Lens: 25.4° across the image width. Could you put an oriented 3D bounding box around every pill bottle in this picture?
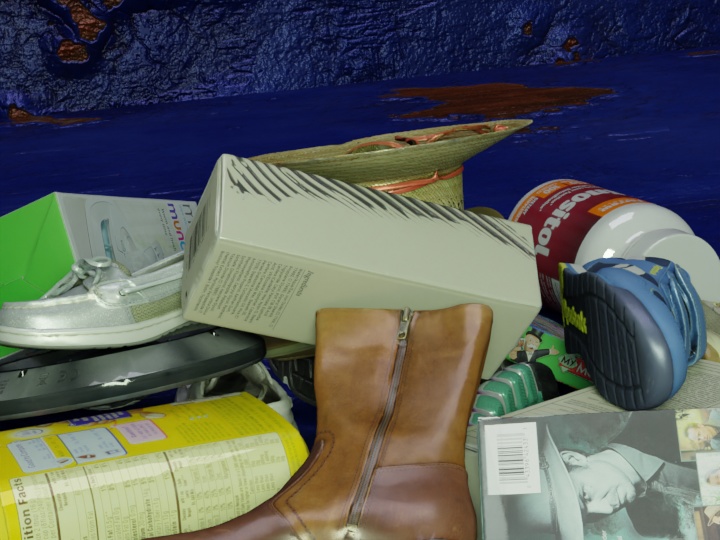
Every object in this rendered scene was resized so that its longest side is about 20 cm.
[{"bbox_3d":[0.206,-0.007,1.303,0.113,0.113,0.200,-9,15,-20],"label":"pill bottle"}]

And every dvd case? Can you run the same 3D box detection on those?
[{"bbox_3d":[0.158,0.132,0.769,0.200,0.022,0.146,-3,55,3],"label":"dvd case"}]

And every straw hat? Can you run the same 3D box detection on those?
[{"bbox_3d":[0.023,-0.042,1.020,0.201,0.085,0.201,-8,8,1],"label":"straw hat"}]

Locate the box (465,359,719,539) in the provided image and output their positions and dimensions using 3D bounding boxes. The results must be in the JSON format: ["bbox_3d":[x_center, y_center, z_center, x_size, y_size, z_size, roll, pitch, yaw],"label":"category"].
[{"bbox_3d":[0.150,0.114,0.906,0.200,0.078,0.095,-14,16,-33],"label":"box"}]

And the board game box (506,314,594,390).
[{"bbox_3d":[0.122,0.049,1.155,0.134,0.029,0.200,24,4,-22],"label":"board game box"}]

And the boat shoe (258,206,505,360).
[{"bbox_3d":[0.017,0.022,1.087,0.200,0.063,0.073,-24,41,12],"label":"boat shoe"}]

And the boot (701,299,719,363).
[{"bbox_3d":[0.292,0.058,1.111,0.154,0.072,0.200,0,9,0],"label":"boot"}]

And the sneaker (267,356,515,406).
[{"bbox_3d":[0.027,0.068,1.156,0.200,0.076,0.092,16,10,24],"label":"sneaker"}]

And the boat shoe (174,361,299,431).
[{"bbox_3d":[-0.087,0.090,1.096,0.072,0.066,0.200,-8,14,-13],"label":"boat shoe"}]

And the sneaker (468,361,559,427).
[{"bbox_3d":[0.055,0.106,0.987,0.087,0.075,0.200,-2,14,31],"label":"sneaker"}]

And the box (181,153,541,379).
[{"bbox_3d":[0.000,0.000,0.943,0.200,0.082,0.068,13,49,-18],"label":"box"}]

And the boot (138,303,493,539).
[{"bbox_3d":[-0.027,0.093,0.843,0.188,0.069,0.200,-6,48,14],"label":"boot"}]

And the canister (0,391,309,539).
[{"bbox_3d":[-0.140,0.130,0.912,0.200,0.087,0.148,-8,12,-21],"label":"canister"}]

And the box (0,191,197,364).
[{"bbox_3d":[-0.229,0.024,1.160,0.200,0.097,0.176,-22,-9,26],"label":"box"}]

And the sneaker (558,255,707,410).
[{"bbox_3d":[0.169,0.028,0.940,0.082,0.074,0.200,-4,12,-2],"label":"sneaker"}]

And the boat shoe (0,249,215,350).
[{"bbox_3d":[-0.129,0.009,0.975,0.202,0.065,0.074,-12,3,-27],"label":"boat shoe"}]

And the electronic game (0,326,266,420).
[{"bbox_3d":[-0.158,0.067,1.020,0.200,0.042,0.200,-10,3,0],"label":"electronic game"}]
